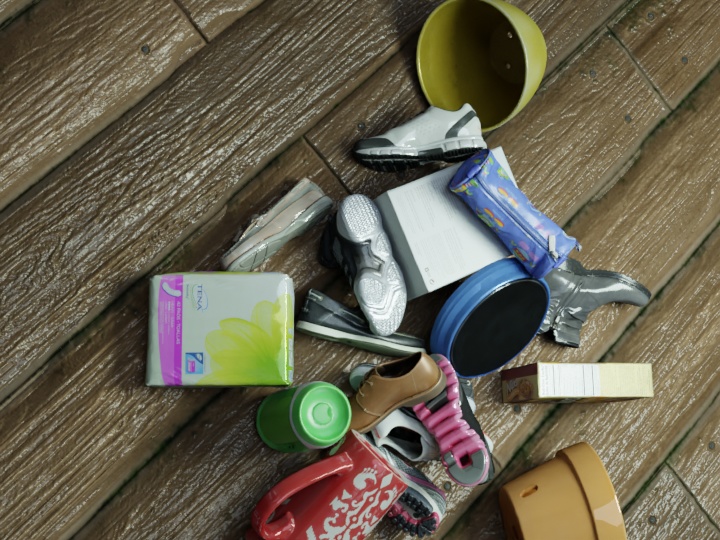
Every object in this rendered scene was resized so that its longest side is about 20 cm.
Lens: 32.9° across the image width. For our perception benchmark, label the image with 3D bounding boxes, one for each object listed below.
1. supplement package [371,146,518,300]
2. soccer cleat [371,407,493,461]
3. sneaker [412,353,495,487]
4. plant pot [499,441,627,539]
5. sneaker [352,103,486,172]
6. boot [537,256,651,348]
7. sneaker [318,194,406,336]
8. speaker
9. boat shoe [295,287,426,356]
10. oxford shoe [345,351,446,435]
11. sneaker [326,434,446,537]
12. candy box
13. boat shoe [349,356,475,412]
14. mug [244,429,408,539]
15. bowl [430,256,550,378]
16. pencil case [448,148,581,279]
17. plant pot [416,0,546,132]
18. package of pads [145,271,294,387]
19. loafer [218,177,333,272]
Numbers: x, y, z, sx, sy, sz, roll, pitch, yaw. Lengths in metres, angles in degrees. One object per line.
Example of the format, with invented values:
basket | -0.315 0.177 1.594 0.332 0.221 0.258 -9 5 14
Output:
supplement package | 0.122 -0.062 1.775 0.198 0.150 0.154 -23 89 -23
soccer cleat | 0.101 0.245 1.741 0.198 0.086 0.069 20 118 -17
sneaker | 0.135 0.214 1.705 0.095 0.078 0.202 29 36 -57
plant pot | 0.285 0.363 1.755 0.138 0.200 0.203 -14 86 -7
sneaker | 0.085 -0.198 1.809 0.197 0.074 0.081 -7 76 2
boot | 0.348 0.061 1.896 0.197 0.070 0.134 16 78 -7
sneaker | 0.000 0.000 1.735 0.075 0.114 0.203 -12 83 -27
speaker | -0.079 0.197 1.624 0.087 0.200 0.090 4 79 -20
boat shoe | 0.008 0.079 1.749 0.197 0.072 0.069 17 75 -15
oxford shoe | 0.016 0.168 1.680 0.198 0.072 0.072 -30 124 10
sneaker | 0.035 0.292 1.728 0.200 0.081 0.075 43 32 1
candy box | 0.326 0.170 1.834 0.197 0.115 0.056 1 79 -21
boat shoe | 0.078 0.161 1.769 0.197 0.070 0.067 16 55 -14
mug | -0.043 0.319 1.601 0.133 0.178 0.200 43 88 13
bowl | 0.192 0.074 1.765 0.199 0.202 0.039 -23 49 -23
pencil case | 0.212 -0.076 1.685 0.078 0.087 0.200 -45 98 -1
plant pot | 0.204 -0.324 1.848 0.141 0.199 0.202 -25 90 -47
package of pads | -0.188 0.079 1.643 0.197 0.068 0.157 0 81 0
loafer | -0.129 -0.062 1.728 0.199 0.072 0.063 -35 78 -28
